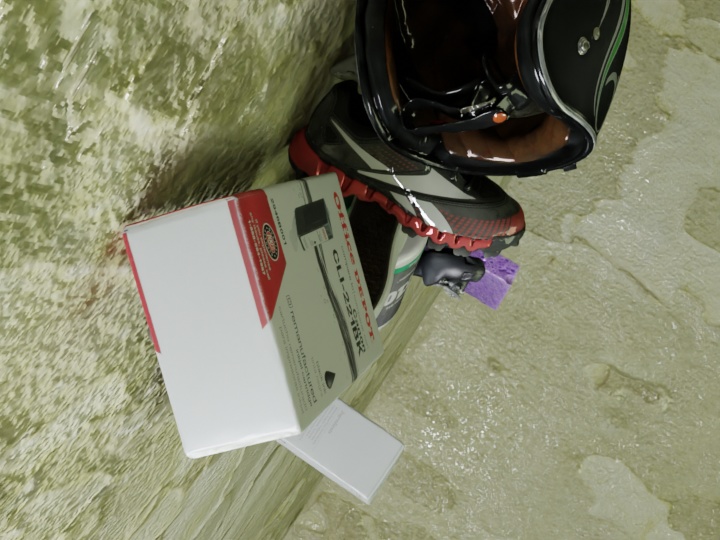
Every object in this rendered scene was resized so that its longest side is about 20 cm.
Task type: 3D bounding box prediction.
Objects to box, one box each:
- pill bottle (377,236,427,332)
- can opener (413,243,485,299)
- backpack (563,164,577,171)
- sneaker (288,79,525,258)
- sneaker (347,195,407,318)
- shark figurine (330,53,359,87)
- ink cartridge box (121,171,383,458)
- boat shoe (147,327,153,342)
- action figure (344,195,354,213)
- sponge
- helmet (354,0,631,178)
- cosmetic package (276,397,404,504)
[{"bbox_3d":[-0.002,-0.003,1.066,0.113,0.112,0.201,-51,170,-31],"label":"pill bottle"},{"bbox_3d":[0.081,-0.009,1.097,0.200,0.062,0.080,167,-59,-75],"label":"can opener"},{"bbox_3d":[0.169,-0.226,1.040,0.134,0.180,0.203,24,86,-64],"label":"backpack"},{"bbox_3d":[0.046,-0.082,0.780,0.071,0.198,0.099,-70,-175,-55],"label":"sneaker"},{"bbox_3d":[0.000,0.000,0.855,0.202,0.072,0.085,-61,169,-21],"label":"sneaker"},{"bbox_3d":[0.060,-0.173,0.870,0.214,0.126,0.091,25,56,-73],"label":"shark figurine"},{"bbox_3d":[-0.061,0.019,0.685,0.082,0.147,0.200,-14,-175,17],"label":"ink cartridge box"},{"bbox_3d":[-0.093,0.070,0.805,0.060,0.073,0.202,-37,143,5],"label":"boat shoe"},{"bbox_3d":[-0.052,-0.030,0.891,0.201,0.054,0.119,-50,167,-20],"label":"action figure"},{"bbox_3d":[0.088,-0.029,1.177,0.030,0.198,0.112,-55,170,-14],"label":"sponge"},{"bbox_3d":[0.091,-0.178,0.686,0.200,0.196,0.195,80,14,-77],"label":"helmet"},{"bbox_3d":[-0.053,0.163,1.078,0.075,0.198,0.102,-53,170,-12],"label":"cosmetic package"}]
